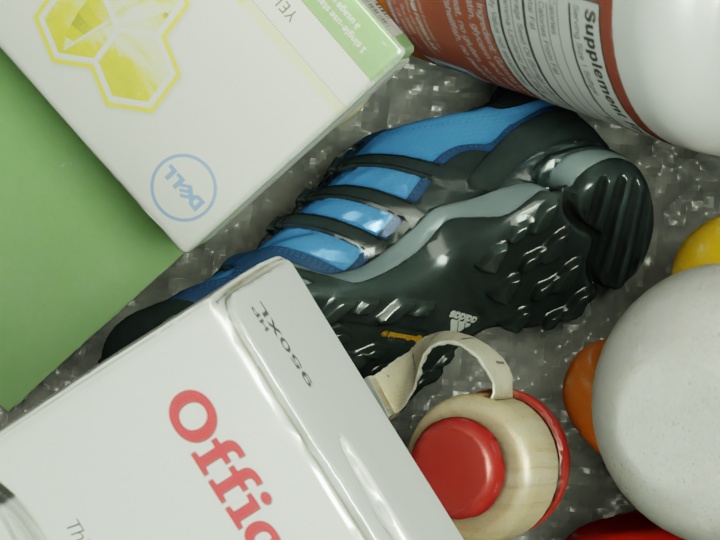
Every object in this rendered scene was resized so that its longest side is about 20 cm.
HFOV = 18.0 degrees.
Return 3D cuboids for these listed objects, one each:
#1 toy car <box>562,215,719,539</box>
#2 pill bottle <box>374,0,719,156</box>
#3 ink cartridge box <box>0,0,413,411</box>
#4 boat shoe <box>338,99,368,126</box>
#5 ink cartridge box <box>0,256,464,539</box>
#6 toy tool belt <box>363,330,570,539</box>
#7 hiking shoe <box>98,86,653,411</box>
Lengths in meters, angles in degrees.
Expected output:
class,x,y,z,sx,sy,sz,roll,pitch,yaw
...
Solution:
class,x,y,z,sx,sy,sz,roll,pitch,yaw
toy car,0.138,0.090,0.711,0.150,0.175,0.201,-42,71,29
pill bottle,0.095,-0.102,0.737,0.199,0.112,0.113,23,75,45
ink cartridge box,-0.101,-0.063,0.770,0.200,0.048,0.146,-41,92,10
boat shoe,-0.092,-0.091,0.818,0.198,0.065,0.073,11,75,9
ink cartridge box,-0.069,0.111,0.615,0.199,0.084,0.145,-32,92,14
toy tool belt,-0.038,0.102,0.695,0.200,0.123,0.125,-36,73,24
hiking shoe,0.000,0.000,0.785,0.199,0.075,0.087,-21,41,-7
